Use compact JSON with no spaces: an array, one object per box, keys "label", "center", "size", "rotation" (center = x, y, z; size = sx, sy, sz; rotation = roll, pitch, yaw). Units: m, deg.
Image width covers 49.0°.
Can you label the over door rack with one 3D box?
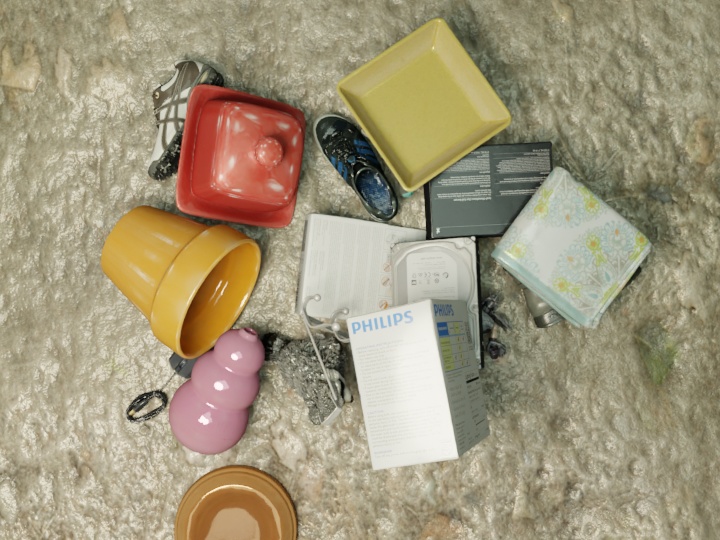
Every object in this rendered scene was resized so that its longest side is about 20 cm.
[{"label":"over door rack","center":[-0.007,0.137,1.149],"size":[0.066,0.147,0.202],"rotation":[-33,51,25]}]

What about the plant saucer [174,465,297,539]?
[{"label":"plant saucer","center":[-0.199,0.414,1.253],"size":[0.197,0.037,0.203],"rotation":[0,89,-2]}]

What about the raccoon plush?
[{"label":"raccoon plush","center":[-0.104,0.169,1.204],"size":[0.197,0.134,0.098],"rotation":[0,114,12]}]

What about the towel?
[{"label":"towel","center":[0.322,-0.030,1.199],"size":[0.199,0.048,0.172],"rotation":[37,89,-5]}]

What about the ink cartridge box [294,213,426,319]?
[{"label":"ink cartridge box","center":[0.000,0.000,1.271],"size":[0.198,0.050,0.164],"rotation":[7,88,-20]}]

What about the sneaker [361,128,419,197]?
[{"label":"sneaker","center":[0.047,-0.212,1.254],"size":[0.090,0.078,0.203],"rotation":[-7,80,2]}]

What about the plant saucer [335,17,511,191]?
[{"label":"plant saucer","center":[0.094,-0.246,1.196],"size":[0.199,0.048,0.201],"rotation":[-34,84,-6]}]

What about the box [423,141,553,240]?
[{"label":"box","center":[0.202,-0.123,1.251],"size":[0.197,0.079,0.143],"rotation":[-3,86,-3]}]

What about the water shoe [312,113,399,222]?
[{"label":"water shoe","center":[-0.001,-0.169,1.244],"size":[0.071,0.079,0.201],"rotation":[-38,91,-2]}]

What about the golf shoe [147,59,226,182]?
[{"label":"golf shoe","center":[-0.295,-0.238,1.245],"size":[0.094,0.078,0.202],"rotation":[26,82,9]}]

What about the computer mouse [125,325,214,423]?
[{"label":"computer mouse","center":[-0.300,0.166,1.254],"size":[0.059,0.034,0.200],"rotation":[41,89,-2]}]

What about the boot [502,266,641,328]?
[{"label":"boot","center":[0.338,-0.006,1.260],"size":[0.198,0.068,0.132],"rotation":[-27,91,-1]}]

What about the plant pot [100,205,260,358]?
[{"label":"plant pot","center":[-0.280,0.000,1.188],"size":[0.182,0.200,0.202],"rotation":[30,89,14]}]

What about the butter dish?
[{"label":"butter dish","center":[-0.159,-0.173,1.185],"size":[0.198,0.147,0.202],"rotation":[9,88,-28]}]

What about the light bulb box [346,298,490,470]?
[{"label":"light bulb box","center":[0.085,0.149,1.087],"size":[0.123,0.198,0.203],"rotation":[-13,83,20]}]

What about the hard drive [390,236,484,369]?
[{"label":"hard drive","center":[0.117,0.054,1.213],"size":[0.138,0.038,0.203],"rotation":[-3,83,19]}]

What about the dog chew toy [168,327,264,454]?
[{"label":"dog chew toy","center":[-0.209,0.177,1.198],"size":[0.124,0.125,0.201],"rotation":[28,104,-1]}]

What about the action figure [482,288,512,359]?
[{"label":"action figure","center":[0.164,0.113,1.254],"size":[0.130,0.069,0.201],"rotation":[37,85,4]}]
